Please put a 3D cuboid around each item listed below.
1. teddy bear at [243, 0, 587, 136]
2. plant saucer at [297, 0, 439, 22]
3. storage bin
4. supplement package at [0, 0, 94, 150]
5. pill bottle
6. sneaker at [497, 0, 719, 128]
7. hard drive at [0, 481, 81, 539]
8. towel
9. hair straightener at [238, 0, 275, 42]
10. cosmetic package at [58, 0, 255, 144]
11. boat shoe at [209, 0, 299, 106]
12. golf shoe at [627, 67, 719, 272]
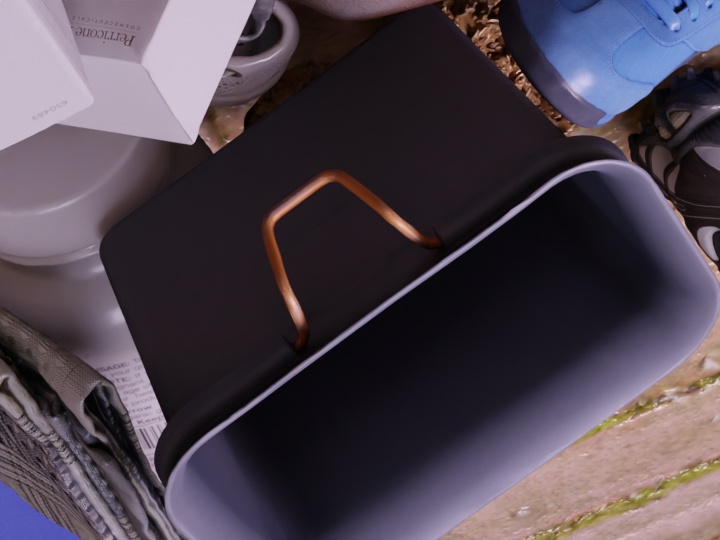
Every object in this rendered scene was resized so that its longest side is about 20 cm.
[{"bbox_3d":[0.027,-0.067,1.091,0.200,0.067,0.145,-29,157,-16],"label":"teddy bear"},{"bbox_3d":[0.057,-0.127,0.948,0.200,0.037,0.200,-18,-173,2],"label":"plant saucer"},{"bbox_3d":[0.000,0.000,0.951,0.200,0.134,0.146,-37,138,3],"label":"storage bin"},{"bbox_3d":[-0.175,-0.128,0.797,0.117,0.200,0.117,-25,144,6],"label":"supplement package"},{"bbox_3d":[-0.102,-0.004,1.072,0.114,0.114,0.200,-20,144,0],"label":"pill bottle"},{"bbox_3d":[0.117,-0.112,1.020,0.078,0.066,0.200,-36,178,31],"label":"sneaker"},{"bbox_3d":[-0.117,0.083,1.257,0.200,0.025,0.132,-21,145,0],"label":"hard drive"},{"bbox_3d":[-0.155,0.053,1.070,0.035,0.200,0.193,-49,150,-19],"label":"towel"},{"bbox_3d":[-0.060,-0.170,0.873,0.077,0.041,0.200,6,119,28],"label":"hair straightener"},{"bbox_3d":[-0.134,-0.100,0.867,0.200,0.083,0.051,9,155,25],"label":"cosmetic package"},{"bbox_3d":[-0.119,-0.097,0.944,0.200,0.071,0.069,2,178,-10],"label":"boat shoe"},{"bbox_3d":[0.162,-0.032,1.144,0.078,0.095,0.200,-17,174,7],"label":"golf shoe"}]
